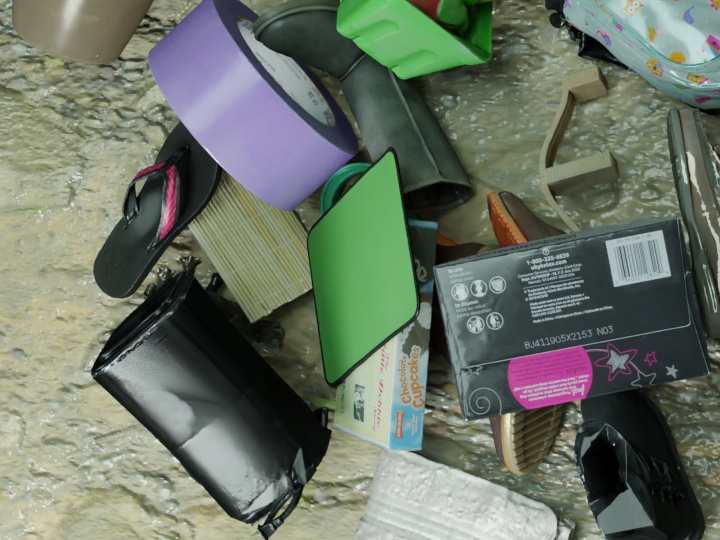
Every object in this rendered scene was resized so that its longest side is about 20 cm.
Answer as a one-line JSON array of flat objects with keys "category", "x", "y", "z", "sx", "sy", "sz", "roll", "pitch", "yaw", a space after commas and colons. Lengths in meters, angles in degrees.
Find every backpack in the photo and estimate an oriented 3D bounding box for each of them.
[{"category": "backpack", "x": 0.269, "y": -0.227, "z": 1.518, "sx": 0.167, "sy": 0.127, "sz": 0.200, "roll": -48, "pitch": 68, "yaw": 7}]

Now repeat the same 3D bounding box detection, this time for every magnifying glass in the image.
[{"category": "magnifying glass", "x": 0.045, "y": -0.036, "z": 1.648, "sx": 0.200, "sy": 0.022, "sz": 0.080, "roll": 31, "pitch": 98, "yaw": 25}]

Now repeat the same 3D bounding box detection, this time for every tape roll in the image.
[{"category": "tape roll", "x": -0.098, "y": -0.157, "z": 1.641, "sx": 0.085, "sy": 0.200, "sz": 0.200, "roll": -40, "pitch": 66, "yaw": 14}]

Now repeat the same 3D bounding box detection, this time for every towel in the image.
[{"category": "towel", "x": 0.084, "y": 0.245, "z": 1.570, "sx": 0.199, "sy": 0.034, "sz": 0.133, "roll": 18, "pitch": 88, "yaw": 28}]

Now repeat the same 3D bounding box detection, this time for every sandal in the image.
[{"category": "sandal", "x": -0.199, "y": -0.059, "z": 1.704, "sx": 0.075, "sy": 0.045, "sz": 0.200, "roll": 40, "pitch": 102, "yaw": 28}]

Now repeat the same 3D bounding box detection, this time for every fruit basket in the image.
[{"category": "fruit basket", "x": 0.089, "y": -0.289, "z": 1.588, "sx": 0.215, "sy": 0.155, "sz": 0.216, "roll": -31, "pitch": 43, "yaw": 33}]

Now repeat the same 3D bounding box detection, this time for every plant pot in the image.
[{"category": "plant pot", "x": -0.274, "y": -0.309, "z": 1.779, "sx": 0.200, "sy": 0.200, "sz": 0.175, "roll": 33, "pitch": 114, "yaw": 27}]

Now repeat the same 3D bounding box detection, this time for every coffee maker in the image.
[{"category": "coffee maker", "x": -0.127, "y": 0.112, "z": 1.571, "sx": 0.135, "sy": 0.192, "sz": 0.200, "roll": -45, "pitch": 104, "yaw": -7}]

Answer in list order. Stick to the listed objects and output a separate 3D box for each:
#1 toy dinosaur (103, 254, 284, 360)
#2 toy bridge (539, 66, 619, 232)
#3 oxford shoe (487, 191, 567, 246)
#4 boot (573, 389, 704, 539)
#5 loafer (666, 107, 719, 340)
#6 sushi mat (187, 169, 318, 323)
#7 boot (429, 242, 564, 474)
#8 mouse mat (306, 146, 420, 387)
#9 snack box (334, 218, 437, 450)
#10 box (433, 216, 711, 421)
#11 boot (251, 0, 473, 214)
[{"category": "toy dinosaur", "x": -0.176, "y": 0.050, "z": 1.711, "sx": 0.199, "sy": 0.077, "sz": 0.103, "roll": -11, "pitch": 63, "yaw": 20}, {"category": "toy bridge", "x": 0.192, "y": -0.083, "z": 1.551, "sx": 0.067, "sy": 0.027, "sz": 0.201, "roll": -15, "pitch": 59, "yaw": 20}, {"category": "oxford shoe", "x": 0.183, "y": -0.002, "z": 1.561, "sx": 0.073, "sy": 0.071, "sz": 0.200, "roll": -31, "pitch": 64, "yaw": -11}, {"category": "boot", "x": 0.207, "y": 0.148, "z": 1.434, "sx": 0.066, "sy": 0.200, "sz": 0.165, "roll": -37, "pitch": 67, "yaw": 15}, {"category": "loafer", "x": 0.305, "y": -0.043, "z": 1.505, "sx": 0.063, "sy": 0.072, "sz": 0.201, "roll": -10, "pitch": 82, "yaw": 7}, {"category": "sushi mat", "x": -0.113, "y": -0.047, "z": 1.712, "sx": 0.095, "sy": 0.012, "sz": 0.200, "roll": -31, "pitch": 67, "yaw": -9}, {"category": "boot", "x": 0.101, "y": 0.071, "z": 1.584, "sx": 0.166, "sy": 0.072, "sz": 0.201, "roll": 12, "pitch": 108, "yaw": 47}, {"category": "mouse mat", "x": 0.000, "y": 0.000, "z": 1.579, "sx": 0.200, "sy": 0.007, "sz": 0.162, "roll": -41, "pitch": 52, "yaw": 55}, {"category": "snack box", "x": 0.022, "y": 0.052, "z": 1.582, "sx": 0.116, "sy": 0.037, "sz": 0.201, "roll": -167, "pitch": 80, "yaw": -64}, {"category": "box", "x": 0.170, "y": 0.038, "z": 1.437, "sx": 0.199, "sy": 0.115, "sz": 0.133, "roll": -11, "pitch": 88, "yaw": 6}, {"category": "boot", "x": 0.003, "y": -0.148, "z": 1.616, "sx": 0.073, "sy": 0.181, "sz": 0.201, "roll": -38, "pitch": 61, "yaw": 50}]
